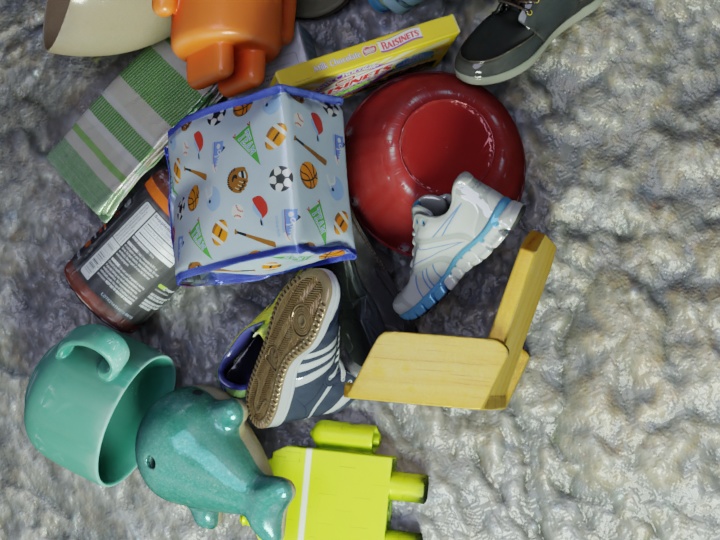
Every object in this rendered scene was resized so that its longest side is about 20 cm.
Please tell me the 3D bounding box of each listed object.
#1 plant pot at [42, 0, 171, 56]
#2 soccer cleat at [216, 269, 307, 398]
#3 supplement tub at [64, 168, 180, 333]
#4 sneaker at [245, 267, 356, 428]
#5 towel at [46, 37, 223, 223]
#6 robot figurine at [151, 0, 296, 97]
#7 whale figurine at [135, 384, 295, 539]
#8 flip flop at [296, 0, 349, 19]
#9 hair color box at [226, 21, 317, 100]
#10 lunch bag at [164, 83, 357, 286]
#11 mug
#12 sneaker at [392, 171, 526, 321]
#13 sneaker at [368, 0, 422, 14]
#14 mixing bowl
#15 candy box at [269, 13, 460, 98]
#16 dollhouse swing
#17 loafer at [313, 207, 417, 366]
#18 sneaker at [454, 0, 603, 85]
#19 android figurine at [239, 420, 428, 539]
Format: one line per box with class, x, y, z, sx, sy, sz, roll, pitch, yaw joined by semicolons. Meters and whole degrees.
plant pot;-0.251;-0.317;1.619;0.134;0.200;0.201;13;88;-21
soccer cleat;-0.077;0.055;1.584;0.065;0.084;0.200;40;93;13
supplement tub;-0.215;-0.035;1.613;0.200;0.107;0.107;-45;78;5
sneaker;-0.038;0.077;1.539;0.070;0.108;0.200;54;132;37
towel;-0.243;-0.161;1.634;0.200;0.023;0.153;-48;47;2
robot figurine;-0.138;-0.283;1.542;0.144;0.117;0.200;1;78;-1
whale figurine;-0.154;0.204;1.544;0.200;0.104;0.159;36;122;35
flip flop;-0.098;-0.328;1.635;0.200;0.058;0.081;17;89;14
hair color box;-0.079;-0.154;1.615;0.099;0.061;0.200;-17;81;10
lunch bag;-0.110;-0.078;1.492;0.200;0.124;0.170;-13;78;36
mug;-0.279;0.122;1.583;0.114;0.152;0.185;23;109;16
sneaker;0.077;-0.028;1.468;0.087;0.075;0.200;41;133;0
sneaker;0.068;-0.302;1.549;0.131;0.200;0.080;-43;116;14
mixing bowl;0.079;-0.115;1.524;0.200;0.108;0.201;0;84;-4
candy box;-0.002;-0.206;1.542;0.200;0.102;0.026;-21;79;-16
dollhouse swing;0.092;0.047;1.486;0.181;0.200;0.176;4;87;13
loafer;0.000;0.000;1.555;0.072;0.073;0.200;-28;112;-29
sneaker;0.162;-0.277;1.514;0.200;0.106;0.075;-41;49;-21
android figurine;-0.030;0.250;1.578;0.200;0.041;0.182;3;86;12
